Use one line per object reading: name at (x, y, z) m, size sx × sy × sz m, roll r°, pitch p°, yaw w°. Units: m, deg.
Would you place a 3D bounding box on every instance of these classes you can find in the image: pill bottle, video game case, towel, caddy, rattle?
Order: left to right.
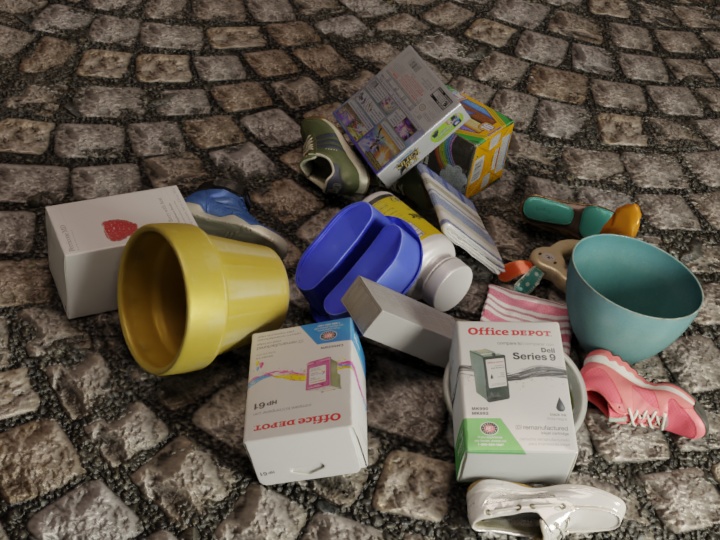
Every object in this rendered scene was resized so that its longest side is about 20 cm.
caddy at (0.000, 0.000, 1.632) m, size 0.141 × 0.105 × 0.200 m, roll 39°, pitch 86°, yaw 32°
video game case at (0.065, -0.262, 1.892) m, size 0.181 × 0.045 × 0.201 m, roll -39°, pitch 46°, yaw 7°
pill bottle at (0.076, -0.026, 1.719) m, size 0.110 × 0.112 × 0.200 m, roll -23°, pitch 49°, yaw -34°
towel at (0.157, -0.085, 1.807) m, size 0.146 × 0.024 × 0.201 m, roll 35°, pitch 22°, yaw -31°
towel at (0.244, 0.097, 1.665) m, size 0.144 × 0.030 × 0.201 m, roll 15°, pitch 40°, yaw 7°
rattle at (0.330, -0.031, 1.761) m, size 0.197 × 0.143 × 0.132 m, roll 7°, pitch 57°, yaw -13°

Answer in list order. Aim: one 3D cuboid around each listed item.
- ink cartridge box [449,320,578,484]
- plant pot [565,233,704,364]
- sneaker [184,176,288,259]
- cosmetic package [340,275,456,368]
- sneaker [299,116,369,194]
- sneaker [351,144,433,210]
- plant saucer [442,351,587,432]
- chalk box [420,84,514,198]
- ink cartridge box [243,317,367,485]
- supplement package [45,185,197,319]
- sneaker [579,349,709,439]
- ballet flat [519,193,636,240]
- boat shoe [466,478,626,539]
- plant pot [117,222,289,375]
ink cartridge box at (0.193, 0.168, 1.451) m, size 0.144 × 0.085 × 0.202 m, roll 1°, pitch 51°, yaw -3°
plant pot at (0.385, 0.060, 1.649) m, size 0.197 × 0.136 × 0.201 m, roll 11°, pitch 34°, yaw -7°
sneaker at (-0.186, -0.087, 1.766) m, size 0.198 × 0.077 × 0.112 m, roll 17°, pitch 48°, yaw 20°
cosmetic package at (0.069, 0.078, 1.561) m, size 0.199 × 0.051 × 0.083 m, roll 24°, pitch 23°, yaw -39°
sneaker at (-0.070, -0.198, 1.920) m, size 0.089 × 0.068 × 0.201 m, roll -12°, pitch 46°, yaw -32°
sneaker at (0.049, -0.164, 1.928) m, size 0.089 × 0.068 × 0.201 m, roll -25°, pitch 55°, yaw -11°
plant saucer at (0.209, 0.175, 1.533) m, size 0.197 × 0.051 × 0.202 m, roll 2°, pitch 51°, yaw -2°
chalk box at (0.150, -0.236, 1.979) m, size 0.199 × 0.126 × 0.123 m, roll 34°, pitch 45°, yaw 26°
ink cartridge box at (-0.069, 0.167, 1.449) m, size 0.142 × 0.085 × 0.201 m, roll -10°, pitch 40°, yaw 7°
supplement package at (-0.345, -0.029, 1.631) m, size 0.197 × 0.121 × 0.122 m, roll -12°, pitch 44°, yaw -24°
sneaker at (0.385, 0.193, 1.563) m, size 0.199 × 0.074 × 0.087 m, roll 28°, pitch 54°, yaw 29°
ballet flat at (0.364, -0.078, 1.878) m, size 0.197 × 0.069 × 0.072 m, roll 14°, pitch -6°, yaw 12°
boat shoe at (0.229, 0.308, 1.381) m, size 0.197 × 0.072 × 0.070 m, roll 2°, pitch 40°, yaw 5°
plant pot at (-0.208, 0.035, 1.540) m, size 0.187 × 0.203 × 0.201 m, roll -3°, pitch 37°, yaw -40°
